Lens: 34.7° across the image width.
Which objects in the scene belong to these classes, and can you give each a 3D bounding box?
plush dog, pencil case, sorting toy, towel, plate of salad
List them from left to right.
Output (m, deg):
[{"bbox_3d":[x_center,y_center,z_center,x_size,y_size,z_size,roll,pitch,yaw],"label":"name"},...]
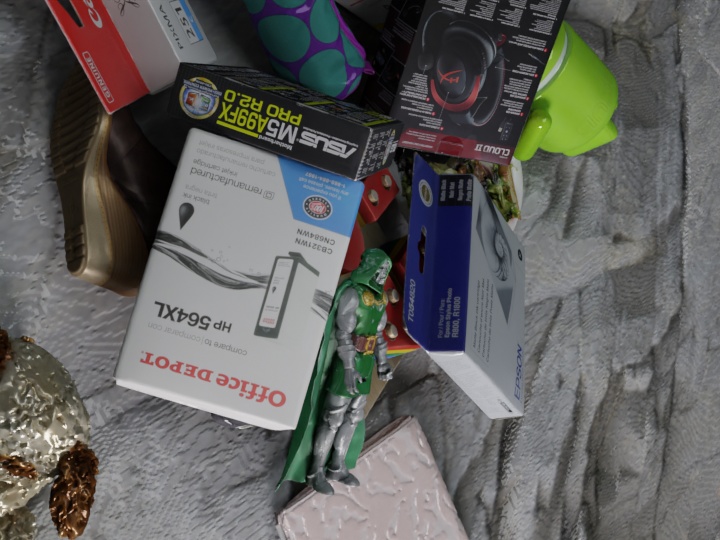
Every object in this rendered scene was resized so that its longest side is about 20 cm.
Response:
[{"bbox_3d":[-0.250,0.102,0.803,0.200,0.171,0.161,53,54,-18],"label":"plush dog"},{"bbox_3d":[-0.057,-0.246,1.034,0.085,0.092,0.200,-107,177,-45],"label":"pencil case"},{"bbox_3d":[0.000,0.000,1.051,0.201,0.069,0.199,60,32,-15],"label":"sorting toy"},{"bbox_3d":[0.023,0.267,1.091,0.191,0.032,0.201,-29,100,-38],"label":"towel"},{"bbox_3d":[0.109,-0.110,1.217,0.199,0.048,0.201,7,79,-38],"label":"plate of salad"}]

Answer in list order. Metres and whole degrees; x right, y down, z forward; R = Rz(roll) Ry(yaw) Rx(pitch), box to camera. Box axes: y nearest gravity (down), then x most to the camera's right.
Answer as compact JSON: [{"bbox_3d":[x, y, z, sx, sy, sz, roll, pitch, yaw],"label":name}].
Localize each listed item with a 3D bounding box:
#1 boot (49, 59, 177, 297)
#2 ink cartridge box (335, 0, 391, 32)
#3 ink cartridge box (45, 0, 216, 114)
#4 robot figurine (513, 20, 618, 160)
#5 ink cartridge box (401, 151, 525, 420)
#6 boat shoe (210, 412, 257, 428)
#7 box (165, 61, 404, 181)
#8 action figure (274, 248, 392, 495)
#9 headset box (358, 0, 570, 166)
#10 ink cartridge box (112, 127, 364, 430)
[{"bbox_3d":[-0.175,-0.075,0.977,0.166,0.072,0.201,8,78,-48],"label":"boot"},{"bbox_3d":[0.051,-0.287,1.154,0.200,0.117,0.068,28,64,-32],"label":"ink cartridge box"},{"bbox_3d":[-0.202,-0.238,0.930,0.201,0.045,0.176,63,17,-12],"label":"ink cartridge box"},{"bbox_3d":[0.202,-0.207,1.257,0.200,0.115,0.176,34,52,-38],"label":"robot figurine"},{"bbox_3d":[0.106,0.014,1.105,0.200,0.040,0.200,44,42,-47],"label":"ink cartridge box"},{"bbox_3d":[-0.063,0.087,1.032,0.200,0.063,0.073,-30,93,-57],"label":"boat shoe"},{"bbox_3d":[-0.055,-0.127,0.961,0.160,0.200,0.044,20,101,5],"label":"box"},{"bbox_3d":[-0.008,0.079,0.940,0.118,0.054,0.201,-5,108,-62],"label":"action figure"},{"bbox_3d":[0.093,-0.195,1.101,0.148,0.075,0.201,6,115,-26],"label":"headset box"},{"bbox_3d":[-0.095,0.011,0.899,0.145,0.084,0.201,16,80,-9],"label":"ink cartridge box"}]
